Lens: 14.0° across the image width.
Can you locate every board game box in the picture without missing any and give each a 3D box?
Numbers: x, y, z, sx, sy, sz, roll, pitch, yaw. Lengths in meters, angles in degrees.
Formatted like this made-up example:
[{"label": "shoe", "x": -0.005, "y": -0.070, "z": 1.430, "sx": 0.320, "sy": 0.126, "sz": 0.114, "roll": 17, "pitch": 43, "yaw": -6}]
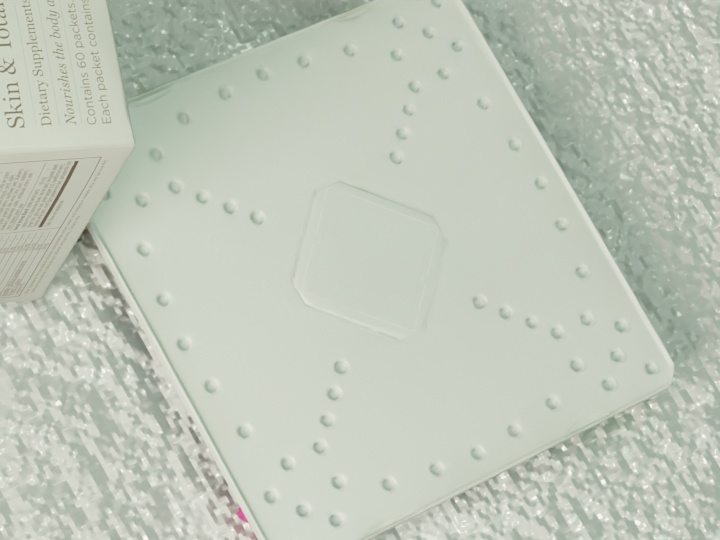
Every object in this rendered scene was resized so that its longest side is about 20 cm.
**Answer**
[{"label": "board game box", "x": 0.000, "y": 0.000, "z": 1.188, "sx": 0.199, "sy": 0.026, "sz": 0.200, "roll": -24, "pitch": 78, "yaw": -28}]

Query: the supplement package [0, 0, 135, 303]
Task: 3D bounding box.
[{"label": "supplement package", "x": -0.207, "y": -0.077, "z": 1.072, "sx": 0.199, "sy": 0.151, "sz": 0.152, "roll": -5, "pitch": 70, "yaw": -22}]
